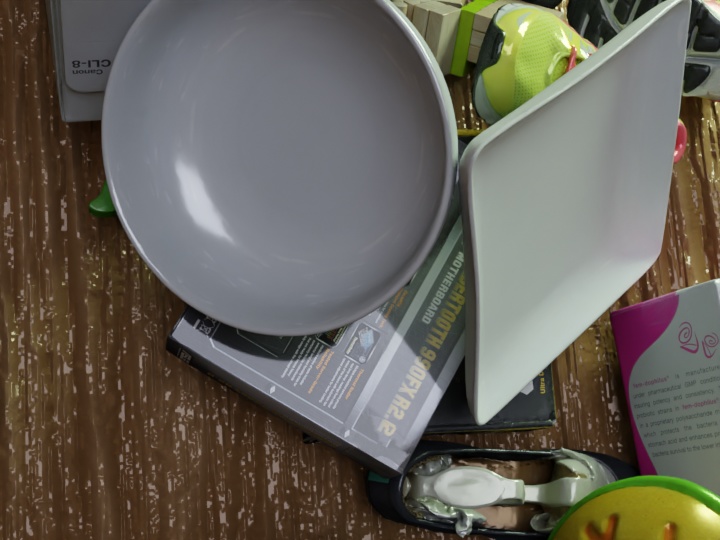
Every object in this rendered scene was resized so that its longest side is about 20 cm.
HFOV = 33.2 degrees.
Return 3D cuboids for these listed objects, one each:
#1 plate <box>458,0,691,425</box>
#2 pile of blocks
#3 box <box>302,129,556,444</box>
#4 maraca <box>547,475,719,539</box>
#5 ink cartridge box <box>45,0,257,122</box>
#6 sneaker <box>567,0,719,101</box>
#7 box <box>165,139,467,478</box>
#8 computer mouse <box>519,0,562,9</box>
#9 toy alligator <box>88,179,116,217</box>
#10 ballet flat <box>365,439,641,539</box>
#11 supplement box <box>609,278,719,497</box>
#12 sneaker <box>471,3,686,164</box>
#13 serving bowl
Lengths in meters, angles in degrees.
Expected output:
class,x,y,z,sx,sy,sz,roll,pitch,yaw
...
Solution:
class,x,y,z,sx,sy,sz,roll,pitch,yaw
plate,0.117,-0.037,0.698,0.032,0.200,0.200,28,51,33
pile of blocks,0.036,-0.159,0.829,0.200,0.082,0.062,9,119,-1
box,0.038,0.009,0.790,0.160,0.049,0.200,0,78,-14
maraca,0.156,0.204,0.710,0.107,0.200,0.137,-4,54,-50
ink cartridge box,-0.121,-0.211,0.726,0.145,0.145,0.200,-7,60,-14
sneaker,0.242,-0.155,0.854,0.200,0.090,0.078,24,107,13
box,0.000,0.000,0.734,0.158,0.048,0.200,30,75,-4
computer mouse,0.107,-0.275,0.867,0.034,0.059,0.200,-11,76,-31
toy alligator,-0.095,-0.100,0.779,0.200,0.059,0.054,-30,86,-17
ballet flat,0.103,0.143,0.764,0.200,0.073,0.073,7,77,-11
supplement box,0.245,0.110,0.772,0.103,0.101,0.200,-4,79,-30
sneaker,0.146,-0.111,0.763,0.200,0.090,0.078,15,94,-51
serving bowl,-0.038,-0.068,0.652,0.200,0.066,0.200,5,104,19
